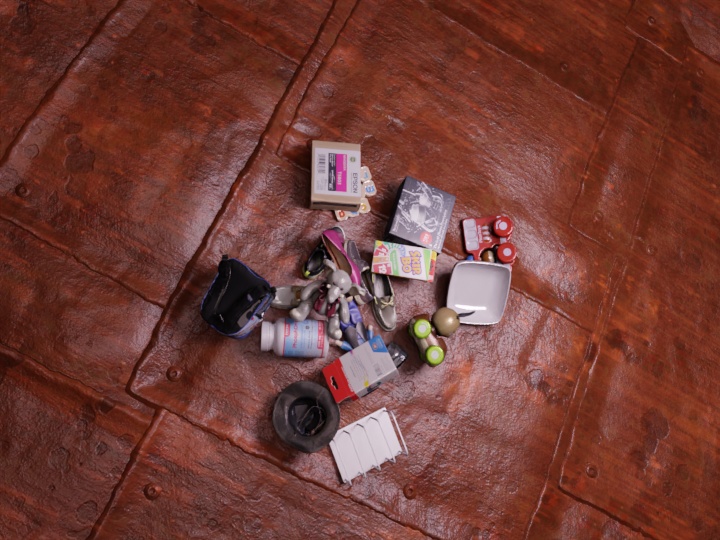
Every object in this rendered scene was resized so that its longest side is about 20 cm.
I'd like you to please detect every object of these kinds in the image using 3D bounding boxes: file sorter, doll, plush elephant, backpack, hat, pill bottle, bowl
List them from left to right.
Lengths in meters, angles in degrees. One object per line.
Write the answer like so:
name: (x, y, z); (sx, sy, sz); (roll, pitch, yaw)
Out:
backpack: (-0.354, 0.091, 1.538); (0.197, 0.155, 0.192); (32, 73, 17)
pill bottle: (-0.192, 0.196, 1.576); (0.193, 0.109, 0.113); (4, 78, -11)
hat: (-0.151, 0.418, 1.550); (0.193, 0.081, 0.208); (0, 74, 1)
plush elephant: (-0.079, 0.066, 1.521); (0.162, 0.156, 0.203); (30, 54, -4)
doll: (-0.022, 0.188, 1.645); (0.134, 0.048, 0.205); (-24, 91, -24)
file sorter: (0.023, 0.504, 1.551); (0.195, 0.125, 0.142); (-22, 84, -15)
bowl: (0.362, 0.062, 1.709); (0.193, 0.075, 0.206); (4, 108, -9)

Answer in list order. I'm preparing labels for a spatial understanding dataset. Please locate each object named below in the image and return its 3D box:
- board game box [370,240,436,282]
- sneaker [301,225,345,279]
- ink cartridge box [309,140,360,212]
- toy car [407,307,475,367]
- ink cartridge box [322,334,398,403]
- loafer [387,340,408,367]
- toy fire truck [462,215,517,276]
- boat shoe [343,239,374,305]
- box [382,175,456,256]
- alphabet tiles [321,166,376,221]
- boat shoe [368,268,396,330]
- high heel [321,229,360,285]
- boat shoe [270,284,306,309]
board game box: (0.133, -0.027, 1.654); (0.193, 0.030, 0.099); (9, 83, -2)
sneaker: (-0.107, -0.054, 1.659); (0.071, 0.083, 0.203); (34, 74, -3)
ink cartridge box: (-0.080, -0.297, 1.705); (0.159, 0.075, 0.207); (1, 76, -9)
toy car: (0.255, 0.179, 1.627); (0.196, 0.164, 0.161); (-27, 85, -4)
ink cartridge box: (0.000, 0.293, 1.567); (0.196, 0.068, 0.118); (-29, 64, -1)
loafer: (0.054, 0.299, 1.634); (0.199, 0.073, 0.072); (-40, 74, -21)
toy fire truck: (0.423, -0.080, 1.775); (0.162, 0.112, 0.207); (-7, 79, 13)
boat shoe: (0.000, 0.000, 1.665); (0.063, 0.071, 0.207); (-18, 78, 29)
box: (0.187, -0.165, 1.732); (0.177, 0.104, 0.206); (20, 75, -6)
alphabet tiles: (-0.050, -0.266, 1.749); (0.195, 0.015, 0.201); (-18, 81, -15)
boat shoe: (0.070, 0.084, 1.679); (0.070, 0.060, 0.208); (-12, 81, -14)
high heel: (-0.063, -0.022, 1.607); (0.095, 0.066, 0.205); (-5, 70, -58)
boat shoe: (-0.184, 0.075, 1.623); (0.193, 0.068, 0.077); (-2, 78, -12)
